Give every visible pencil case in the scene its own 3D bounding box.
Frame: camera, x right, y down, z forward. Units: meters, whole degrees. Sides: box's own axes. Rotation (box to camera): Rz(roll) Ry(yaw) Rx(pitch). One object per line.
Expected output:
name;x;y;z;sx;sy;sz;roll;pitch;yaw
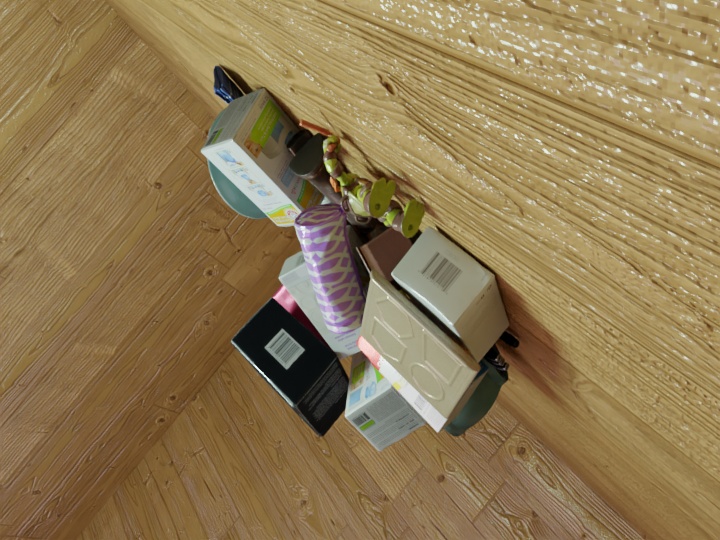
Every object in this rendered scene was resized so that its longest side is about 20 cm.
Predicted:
pencil case;-0.037;0.000;0.805;0.085;0.082;0.206;-68;-34;-54

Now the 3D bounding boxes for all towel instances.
towel;-0.212;-0.297;1.030;0.200;0.024;0.146;48;-169;-36

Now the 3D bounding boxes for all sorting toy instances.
sorting toy;0.076;0.104;0.737;0.184;0.036;0.202;42;155;20

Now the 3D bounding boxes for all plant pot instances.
plant pot;0.190;0.179;0.985;0.201;0.132;0.203;47;-159;-25

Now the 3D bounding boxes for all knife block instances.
knife block;0.183;0.094;0.882;0.175;0.064;0.200;44;177;17

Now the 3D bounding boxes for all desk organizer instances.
desk organizer;0.059;-0.018;0.853;0.073;0.076;0.200;60;-172;7

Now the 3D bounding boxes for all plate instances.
plate;-0.185;-0.198;0.953;0.025;0.206;0.200;-2;145;40

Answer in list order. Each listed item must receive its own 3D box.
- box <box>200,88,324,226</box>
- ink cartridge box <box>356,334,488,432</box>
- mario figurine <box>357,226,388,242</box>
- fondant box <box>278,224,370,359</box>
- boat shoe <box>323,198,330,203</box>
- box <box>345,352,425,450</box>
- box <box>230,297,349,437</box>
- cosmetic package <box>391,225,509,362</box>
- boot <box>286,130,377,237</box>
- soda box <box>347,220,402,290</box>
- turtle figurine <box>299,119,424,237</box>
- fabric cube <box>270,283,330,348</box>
box;-0.150;-0.182;0.898;0.099;0.115;0.200;0;145;42
ink cartridge box;0.093;0.138;0.854;0.199;0.119;0.066;43;-145;24
mario figurine;0.043;-0.047;1.031;0.198;0.123;0.108;37;-139;-21
fondant box;-0.027;0.043;0.918;0.202;0.141;0.059;54;-155;-25
boat shoe;-0.122;-0.197;1.080;0.200;0.075;0.065;38;170;36
box;0.049;0.205;0.993;0.102;0.111;0.202;46;-157;-20
box;-0.127;0.196;1.057;0.198;0.124;0.199;36;160;28
cosmetic package;0.126;0.040;0.707;0.112;0.082;0.200;40;175;31
boot;-0.029;-0.119;0.832;0.201;0.064;0.188;49;-171;-27
soda box;0.000;0.000;0.960;0.200;0.067;0.065;47;-151;-20
turtle figurine;0.001;-0.098;0.656;0.200;0.065;0.161;46;177;-31
fabric cube;-0.039;0.031;1.160;0.196;0.200;0.200;42;-154;0
